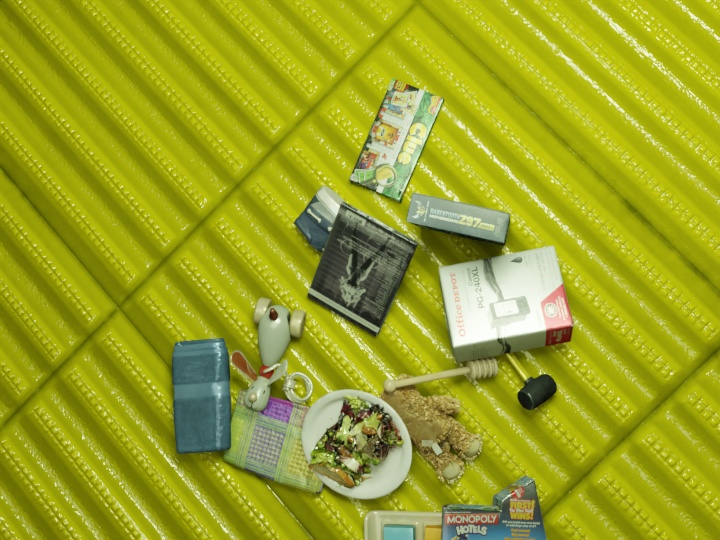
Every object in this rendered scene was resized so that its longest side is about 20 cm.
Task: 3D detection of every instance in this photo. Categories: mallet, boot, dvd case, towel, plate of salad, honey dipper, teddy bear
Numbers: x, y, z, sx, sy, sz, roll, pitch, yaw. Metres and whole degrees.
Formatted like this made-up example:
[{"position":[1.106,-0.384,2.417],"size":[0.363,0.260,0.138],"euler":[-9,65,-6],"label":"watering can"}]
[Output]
[{"position":[0.260,0.139,1.328],"size":[0.065,0.041,0.201],"euler":[-18,67,-26],"label":"mallet"},{"position":[-0.025,-0.050,1.385],"size":[0.200,0.073,0.090],"euler":[47,107,13],"label":"boot"},{"position":[0.000,0.000,1.346],"size":[0.148,0.016,0.201],"euler":[29,121,11],"label":"dvd case"},{"position":[-0.284,0.225,1.405],"size":[0.110,0.048,0.202],"euler":[-5,82,19],"label":"towel"},{"position":[-0.011,0.299,1.313],"size":[0.198,0.048,0.202],"euler":[5,105,18],"label":"plate of salad"},{"position":[0.134,0.177,1.309],"size":[0.198,0.038,0.038],"euler":[-9,83,-14],"label":"honey dipper"},{"position":[-0.140,0.304,1.391],"size":[0.198,0.023,0.145],"euler":[14,88,12],"label":"towel"},{"position":[0.114,0.269,1.334],"size":[0.198,0.067,0.146],"euler":[24,100,6],"label":"teddy bear"}]

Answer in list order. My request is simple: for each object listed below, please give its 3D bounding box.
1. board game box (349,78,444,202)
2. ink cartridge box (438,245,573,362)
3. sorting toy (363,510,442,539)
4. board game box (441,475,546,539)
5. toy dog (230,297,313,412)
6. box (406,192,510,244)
[{"position":[0.065,-0.234,1.401],"size":[0.104,0.023,0.202],"euler":[23,89,9],"label":"board game box"},{"position":[0.237,0.057,1.294],"size":[0.198,0.083,0.147],"euler":[-11,66,6],"label":"ink cartridge box"},{"position":[0.104,0.507,1.322],"size":[0.198,0.036,0.187],"euler":[-2,85,10],"label":"sorting toy"},{"position":[0.226,0.440,1.278],"size":[0.198,0.062,0.202],"euler":[4,81,-4],"label":"board game box"},{"position":[-0.159,0.140,1.360],"size":[0.130,0.096,0.202],"euler":[-7,76,6],"label":"toy dog"},{"position":[0.166,-0.082,1.279],"size":[0.156,0.200,0.052],"euler":[12,92,11],"label":"box"}]
